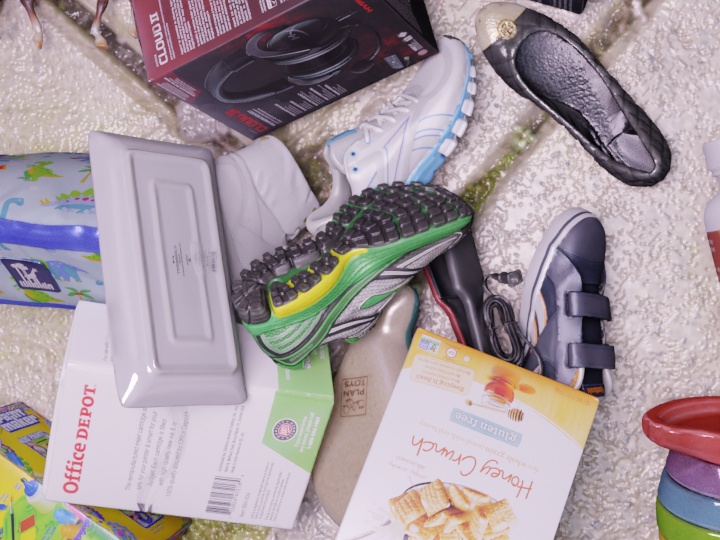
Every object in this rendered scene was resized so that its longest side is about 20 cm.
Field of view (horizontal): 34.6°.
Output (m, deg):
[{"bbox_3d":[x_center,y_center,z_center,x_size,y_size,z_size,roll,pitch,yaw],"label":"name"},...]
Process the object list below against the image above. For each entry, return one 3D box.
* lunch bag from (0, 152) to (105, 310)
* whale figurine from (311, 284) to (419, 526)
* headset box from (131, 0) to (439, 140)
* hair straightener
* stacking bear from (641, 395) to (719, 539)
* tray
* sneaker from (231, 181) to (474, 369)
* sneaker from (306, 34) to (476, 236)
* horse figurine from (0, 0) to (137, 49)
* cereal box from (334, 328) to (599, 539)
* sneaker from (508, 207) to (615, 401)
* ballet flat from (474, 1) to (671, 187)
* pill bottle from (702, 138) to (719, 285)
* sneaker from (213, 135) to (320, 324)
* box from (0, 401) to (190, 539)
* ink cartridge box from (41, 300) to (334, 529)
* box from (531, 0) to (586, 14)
[{"bbox_3d":[-0.235,-0.033,0.915,0.170,0.200,0.128,5,92,9],"label":"lunch bag"},{"bbox_3d":[0.030,0.115,0.929,0.159,0.104,0.200,-14,72,43],"label":"whale figurine"},{"bbox_3d":[-0.064,-0.182,0.887,0.200,0.149,0.077,-23,69,20],"label":"headset box"},{"bbox_3d":[0.093,0.027,0.899,0.077,0.041,0.200,-37,59,44],"label":"hair straightener"},{"bbox_3d":[0.276,0.208,0.883,0.121,0.114,0.200,12,106,33],"label":"stacking bear"},{"bbox_3d":[-0.131,-0.004,0.817,0.022,0.107,0.200,-24,70,43],"label":"tray"},{"bbox_3d":[0.000,0.000,0.878,0.200,0.078,0.085,-30,130,-13],"label":"sneaker"},{"bbox_3d":[0.021,-0.101,0.919,0.087,0.075,0.200,24,94,-24],"label":"sneaker"},{"bbox_3d":[-0.246,-0.255,0.983,0.200,0.050,0.133,2,79,15],"label":"horse figurine"},{"bbox_3d":[0.070,0.159,0.819,0.144,0.040,0.200,21,72,3],"label":"cereal box"},{"bbox_3d":[0.165,0.055,0.903,0.079,0.078,0.200,26,106,42],"label":"sneaker"},{"bbox_3d":[0.171,-0.145,0.916,0.200,0.057,0.066,43,97,6],"label":"ballet flat"},{"bbox_3d":[0.324,-0.009,0.866,0.112,0.112,0.200,-15,89,10],"label":"pill bottle"},{"bbox_3d":[-0.074,-0.010,0.951,0.074,0.116,0.200,23,134,46],"label":"sneaker"},{"bbox_3d":[-0.286,0.251,0.969,0.193,0.122,0.200,34,97,7],"label":"box"},{"bbox_3d":[-0.135,0.115,0.901,0.200,0.084,0.146,10,124,-13],"label":"ink cartridge box"},{"bbox_3d":[0.109,-0.327,0.888,0.196,0.124,0.200,18,95,7],"label":"box"}]
